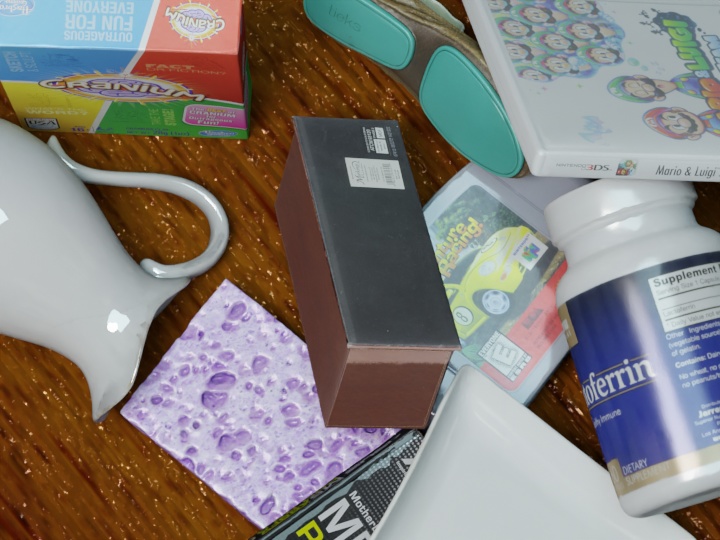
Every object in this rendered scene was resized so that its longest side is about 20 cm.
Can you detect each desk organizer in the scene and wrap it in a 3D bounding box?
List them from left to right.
[{"bbox_3d":[0.000,0.000,1.575,0.071,0.077,0.200,2,45,-16],"label":"desk organizer"}]

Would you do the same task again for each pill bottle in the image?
[{"bbox_3d":[0.186,0.042,1.554,0.115,0.116,0.201,-16,79,-4],"label":"pill bottle"}]

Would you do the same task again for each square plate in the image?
[{"bbox_3d":[0.091,0.192,1.534,0.198,0.028,0.200,37,61,-13],"label":"square plate"}]

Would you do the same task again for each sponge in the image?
[{"bbox_3d":[-0.042,0.111,1.612,0.200,0.030,0.112,38,82,6],"label":"sponge"}]

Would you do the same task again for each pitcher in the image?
[{"bbox_3d":[-0.195,-0.027,1.604,0.200,0.121,0.172,38,60,-4],"label":"pitcher"}]

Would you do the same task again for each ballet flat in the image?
[{"bbox_3d":[0.053,-0.138,1.640,0.200,0.068,0.072,38,42,20],"label":"ballet flat"}]

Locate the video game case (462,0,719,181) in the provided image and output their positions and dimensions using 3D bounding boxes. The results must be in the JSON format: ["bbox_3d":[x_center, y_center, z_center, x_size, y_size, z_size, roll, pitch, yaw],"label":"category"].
[{"bbox_3d":[0.171,-0.122,1.585,0.181,0.024,0.200,1,38,-15],"label":"video game case"}]

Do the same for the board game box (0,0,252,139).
[{"bbox_3d":[-0.146,-0.128,1.571,0.152,0.200,0.040,2,79,0],"label":"board game box"}]

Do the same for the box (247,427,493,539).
[{"bbox_3d":[0.022,0.223,1.560,0.160,0.044,0.200,-34,93,-11],"label":"box"}]

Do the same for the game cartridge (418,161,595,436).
[{"bbox_3d":[0.083,0.013,1.631,0.133,0.041,0.200,36,80,10],"label":"game cartridge"}]
